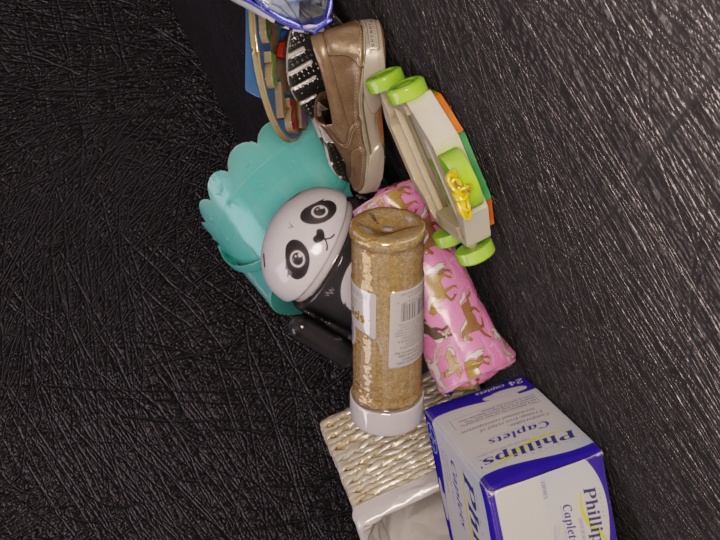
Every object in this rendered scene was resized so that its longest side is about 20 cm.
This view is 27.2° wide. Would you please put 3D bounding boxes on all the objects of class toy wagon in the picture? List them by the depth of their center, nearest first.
[{"bbox_3d":[0.064,-0.081,1.180,0.156,0.039,0.200,65,173,-18],"label":"toy wagon"}]

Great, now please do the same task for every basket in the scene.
[{"bbox_3d":[0.077,0.240,1.669,0.199,0.198,0.161,70,173,-47],"label":"basket"}]

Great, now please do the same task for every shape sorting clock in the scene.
[{"bbox_3d":[-0.075,-0.226,1.458,0.200,0.039,0.202,0,-90,-78],"label":"shape sorting clock"}]

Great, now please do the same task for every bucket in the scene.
[{"bbox_3d":[-0.058,-0.060,1.597,0.135,0.206,0.208,53,170,22],"label":"bucket"}]

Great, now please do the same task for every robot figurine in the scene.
[{"bbox_3d":[0.000,0.001,1.445,0.199,0.125,0.151,28,-145,-18],"label":"robot figurine"}]

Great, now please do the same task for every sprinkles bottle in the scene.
[{"bbox_3d":[0.024,0.046,1.305,0.068,0.068,0.202,-125,30,-55],"label":"sprinkles bottle"}]

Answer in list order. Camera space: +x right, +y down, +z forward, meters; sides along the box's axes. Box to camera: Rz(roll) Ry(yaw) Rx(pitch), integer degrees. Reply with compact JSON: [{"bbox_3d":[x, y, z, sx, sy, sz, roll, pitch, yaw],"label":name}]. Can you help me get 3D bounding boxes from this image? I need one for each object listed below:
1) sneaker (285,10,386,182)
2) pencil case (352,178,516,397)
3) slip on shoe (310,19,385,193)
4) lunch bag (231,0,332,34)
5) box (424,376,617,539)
[{"bbox_3d":[-0.033,-0.180,1.452,0.080,0.073,0.201,-113,5,-48],"label":"sneaker"},{"bbox_3d":[0.067,0.011,1.358,0.086,0.082,0.201,-29,87,56],"label":"pencil case"},{"bbox_3d":[-0.012,-0.139,1.303,0.201,0.060,0.077,92,170,-60],"label":"slip on shoe"},{"bbox_3d":[-0.094,-0.293,1.256,0.201,0.123,0.170,60,179,-17],"label":"lunch bag"},{"bbox_3d":[0.143,0.219,1.295,0.200,0.104,0.186,-135,31,-71],"label":"box"}]
